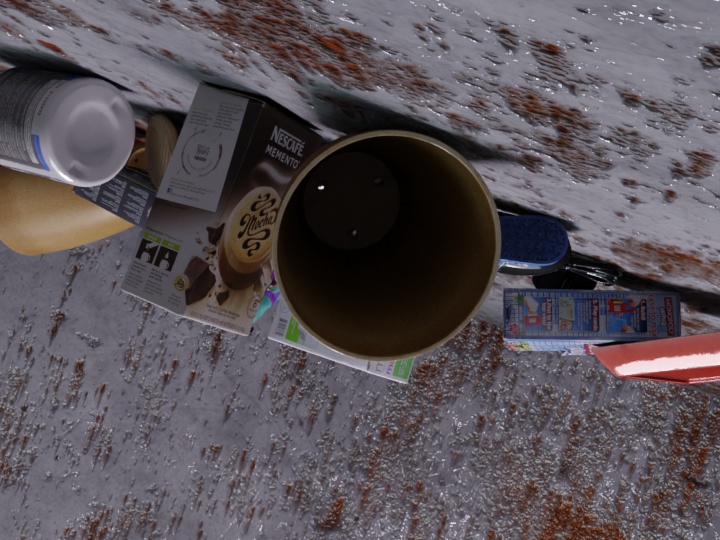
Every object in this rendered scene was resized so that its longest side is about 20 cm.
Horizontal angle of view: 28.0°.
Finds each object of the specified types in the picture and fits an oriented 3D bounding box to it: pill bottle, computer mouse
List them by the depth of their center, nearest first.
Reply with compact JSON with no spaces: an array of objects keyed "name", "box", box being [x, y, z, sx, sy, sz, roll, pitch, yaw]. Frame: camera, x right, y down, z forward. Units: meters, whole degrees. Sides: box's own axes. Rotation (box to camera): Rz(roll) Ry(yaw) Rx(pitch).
[{"name":"pill bottle","box":[-0.341,-0.159,1.547,0.199,0.115,0.113,15,175,45]},{"name":"computer mouse","box":[0.213,0.002,1.690,0.139,0.046,0.200,18,177,-6]}]

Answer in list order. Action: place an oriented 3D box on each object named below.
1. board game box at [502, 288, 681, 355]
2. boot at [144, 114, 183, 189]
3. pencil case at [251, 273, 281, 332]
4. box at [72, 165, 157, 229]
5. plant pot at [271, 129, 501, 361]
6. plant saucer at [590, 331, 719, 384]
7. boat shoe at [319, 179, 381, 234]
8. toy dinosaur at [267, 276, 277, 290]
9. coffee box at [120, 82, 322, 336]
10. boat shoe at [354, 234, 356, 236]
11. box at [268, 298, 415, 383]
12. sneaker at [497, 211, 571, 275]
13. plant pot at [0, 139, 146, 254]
[{"name":"board game box","box":[0.275,0.064,1.695,0.198,0.062,0.200,-1,170,12]},{"name":"boot","box":[-0.137,-0.108,1.591,0.165,0.073,0.200,-1,-148,-32]},{"name":"pencil case","box":[-0.086,-0.017,1.730,0.092,0.200,0.085,7,130,60]},{"name":"box","box":[-0.202,-0.068,1.643,0.199,0.049,0.161,26,-171,30]},{"name":"plant pot","box":[0.005,-0.041,1.236,0.185,0.188,0.200,19,-171,-14]},{"name":"plant saucer","box":[0.397,0.102,1.645,0.199,0.037,0.199,-11,167,41]},{"name":"boat shoe","box":[-0.053,-0.047,1.425,0.199,0.073,0.075,-20,111,41]},{"name":"toy dinosaur","box":[-0.015,0.013,1.537,0.135,0.086,0.200,29,162,-10]},{"name":"coffee box","box":[-0.124,-0.054,1.314,0.079,0.202,0.113,20,179,30]},{"name":"boat shoe","box":[0.025,-0.058,1.536,0.070,0.070,0.201,20,152,24]},{"name":"box","box":[-0.002,0.019,1.830,0.176,0.202,0.096,14,176,38]},{"name":"sneaker","box":[0.111,-0.032,1.440,0.198,0.071,0.078,13,170,12]},{"name":"plant pot","box":[-0.358,-0.114,1.895,0.198,0.188,0.186,1,168,29]}]
